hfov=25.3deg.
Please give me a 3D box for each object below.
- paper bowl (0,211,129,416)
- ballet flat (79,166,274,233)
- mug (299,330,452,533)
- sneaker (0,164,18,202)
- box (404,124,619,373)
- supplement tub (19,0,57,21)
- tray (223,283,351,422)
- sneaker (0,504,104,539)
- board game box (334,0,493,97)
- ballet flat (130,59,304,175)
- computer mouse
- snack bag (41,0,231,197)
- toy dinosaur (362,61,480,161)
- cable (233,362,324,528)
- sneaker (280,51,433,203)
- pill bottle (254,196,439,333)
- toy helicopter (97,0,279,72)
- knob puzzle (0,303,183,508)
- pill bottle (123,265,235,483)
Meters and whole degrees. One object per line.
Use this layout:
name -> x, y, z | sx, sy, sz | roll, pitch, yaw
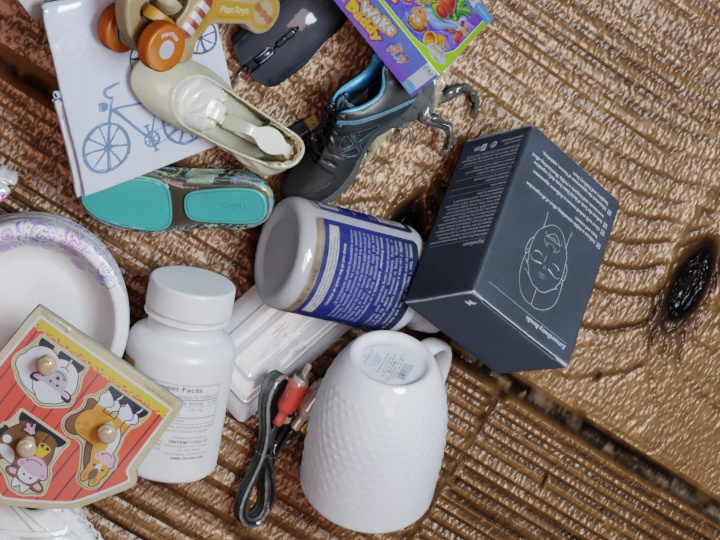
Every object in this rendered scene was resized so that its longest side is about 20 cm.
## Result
paper bowl -> -0.334, 0.041, 1.626 | 0.198, 0.104, 0.203 | -2, 102, -10
ballet flat -> -0.186, -0.077, 1.645 | 0.197, 0.074, 0.075 | 6, 101, 0
mug -> 0.033, 0.145, 1.676 | 0.147, 0.200, 0.177 | 29, 131, 22
sneaker -> -0.441, -0.058, 1.604 | 0.200, 0.074, 0.088 | -41, 105, -4
box -> 0.158, -0.019, 1.638 | 0.148, 0.106, 0.202 | 37, 61, -30
supplement tub -> -0.263, -0.345, 1.535 | 0.199, 0.144, 0.145 | -35, 105, -1
tray -> -0.086, 0.064, 1.717 | 0.200, 0.022, 0.108 | -41, 106, 1
sneaker -> -0.308, 0.282, 1.699 | 0.198, 0.078, 0.100 | 26, 93, -15
board game box -> 0.030, -0.289, 1.594 | 0.200, 0.135, 0.045 | 50, 133, -8
ballet flat -> -0.134, -0.152, 1.580 | 0.199, 0.069, 0.070 | 28, 96, -36
computer mouse -> -0.070, -0.210, 1.648 | 0.199, 0.046, 0.141 | -37, 105, -1
snack bag -> -0.216, -0.192, 1.568 | 0.187, 0.021, 0.202 | -24, 119, -26
toy dinosaur -> 0.077, -0.179, 1.682 | 0.088, 0.047, 0.201 | 39, 90, -8
cable -> -0.088, 0.186, 1.717 | 0.097, 0.050, 0.202 | 22, 94, -51
sneaker -> -0.020, -0.147, 1.635 | 0.200, 0.073, 0.082 | -46, 145, 12
pill bottle -> 0.000, 0.000, 1.654 | 0.198, 0.116, 0.117 | 13, 100, -28
toy helicopter -> -0.151, -0.263, 1.533 | 0.199, 0.078, 0.134 | -6, 116, -48
knob puzzle -> -0.303, 0.160, 1.586 | 0.217, 0.031, 0.222 | -1, 111, -2
pill bottle -> -0.188, 0.104, 1.648 | 0.113, 0.115, 0.202 | 8, 108, -11
